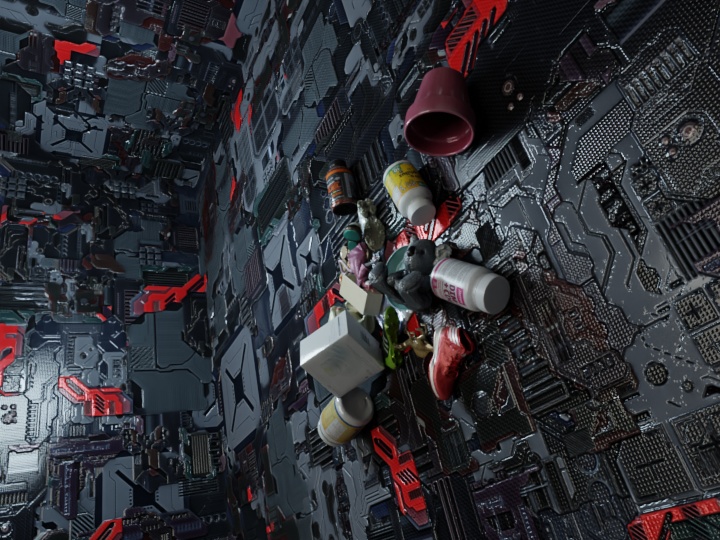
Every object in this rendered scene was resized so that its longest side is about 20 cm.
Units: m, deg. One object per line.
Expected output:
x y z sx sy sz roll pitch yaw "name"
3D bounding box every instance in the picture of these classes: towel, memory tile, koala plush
0.115 0.119 1.687 0.202 0.023 0.148 -62 39 32 "towel"
-0.025 -0.013 1.934 0.199 0.017 0.157 8 93 58 "memory tile"
0.158 -0.004 1.487 0.175 0.184 0.203 14 70 44 "koala plush"

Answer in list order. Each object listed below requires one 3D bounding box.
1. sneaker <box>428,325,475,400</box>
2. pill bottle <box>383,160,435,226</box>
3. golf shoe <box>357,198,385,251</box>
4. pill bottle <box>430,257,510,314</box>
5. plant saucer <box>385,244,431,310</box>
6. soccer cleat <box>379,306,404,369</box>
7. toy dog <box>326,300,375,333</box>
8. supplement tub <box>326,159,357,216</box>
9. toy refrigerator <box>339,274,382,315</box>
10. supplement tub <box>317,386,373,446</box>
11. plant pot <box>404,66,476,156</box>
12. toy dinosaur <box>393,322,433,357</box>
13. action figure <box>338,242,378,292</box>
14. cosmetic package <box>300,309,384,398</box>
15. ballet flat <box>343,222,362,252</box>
0.249 0.250 1.406 0.115 0.077 0.205 -13 77 58 "sneaker"
0.153 -0.234 1.588 0.114 0.111 0.202 -58 41 36 "pill bottle"
0.037 -0.149 1.824 0.098 0.077 0.204 104 156 -65 "golf shoe"
0.282 0.040 1.344 0.199 0.111 0.116 21 104 57 "pill bottle"
0.151 0.024 1.604 0.198 0.036 0.205 -12 74 45 "plant saucer"
0.089 0.213 1.651 0.080 0.067 0.205 2 101 52 "soccer cleat"
-0.041 0.199 1.850 0.199 0.138 0.196 29 146 54 "toy dog"
-0.074 -0.317 1.968 0.107 0.105 0.204 -39 54 49 "supplement tub"
0.002 0.082 1.799 0.200 0.069 0.078 36 118 59 "toy refrigerator"
-0.055 0.506 1.796 0.201 0.142 0.146 -55 43 39 "supplement tub"
0.226 -0.450 1.447 0.199 0.197 0.183 -25 49 54 "plant pot"
0.185 0.214 1.550 0.198 0.058 0.103 7 109 46 "toy dinosaur"
0.000 0.000 1.739 0.202 0.146 0.135 -104 -5 -48 "action figure"
-0.061 0.274 1.684 0.199 0.200 0.124 -35 30 17 "cosmetic package"
-0.024 -0.124 1.808 0.201 0.067 0.070 88 -167 -67 "ballet flat"
